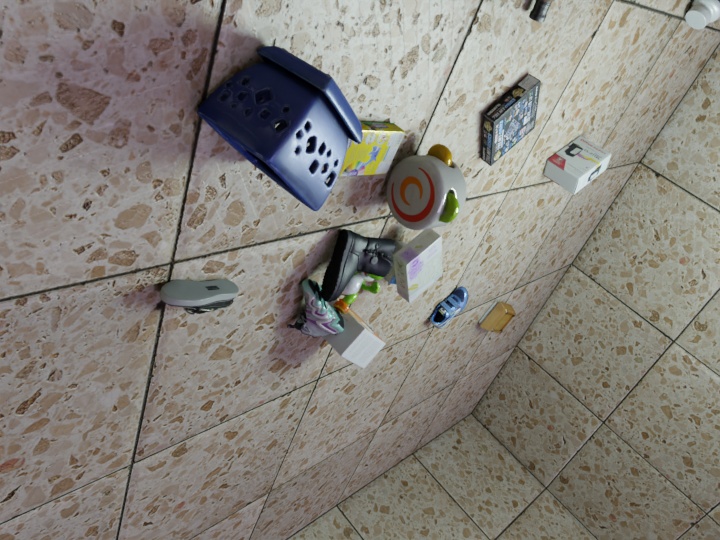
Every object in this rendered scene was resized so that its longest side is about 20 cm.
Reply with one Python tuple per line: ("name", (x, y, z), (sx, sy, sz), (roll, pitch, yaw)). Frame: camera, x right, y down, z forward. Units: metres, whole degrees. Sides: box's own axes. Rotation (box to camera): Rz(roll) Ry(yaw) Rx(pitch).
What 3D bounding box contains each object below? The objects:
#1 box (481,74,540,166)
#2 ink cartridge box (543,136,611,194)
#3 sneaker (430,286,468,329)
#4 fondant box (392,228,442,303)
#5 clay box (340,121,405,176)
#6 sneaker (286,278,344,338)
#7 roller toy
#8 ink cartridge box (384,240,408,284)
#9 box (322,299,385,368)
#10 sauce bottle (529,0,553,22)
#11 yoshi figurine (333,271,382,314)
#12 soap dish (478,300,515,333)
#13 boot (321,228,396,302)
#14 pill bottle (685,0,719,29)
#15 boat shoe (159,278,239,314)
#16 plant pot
("box", (0.435, -0.433, 1.727), (0.198, 0.050, 0.200), (-41, 152, -12))
("ink cartridge box", (0.802, -0.393, 2.198), (0.199, 0.146, 0.083), (-35, 148, -22))
("sneaker", (0.351, 0.148, 2.344), (0.201, 0.074, 0.082), (-54, 150, 10))
("fondant box", (0.171, -0.013, 1.745), (0.144, 0.058, 0.201), (-39, 148, -18))
("clay box", (0.004, -0.272, 1.323), (0.199, 0.048, 0.116), (-11, 136, -47))
("sneaker", (-0.144, 0.118, 1.599), (0.139, 0.078, 0.201), (-22, 126, 15))
("roller toy", (0.170, -0.202, 1.510), (0.182, 0.202, 0.139), (-23, 173, 42))
("ink cartridge box", (0.148, -0.020, 1.837), (0.199, 0.068, 0.116), (6, 121, -56))
("box", (-0.035, 0.185, 1.752), (0.106, 0.152, 0.200), (-47, 153, -1))
("sauce bottle", (0.457, -0.693, 1.400), (0.064, 0.065, 0.201), (-24, 143, -37))
("yoshi figurine", (0.000, 0.024, 1.646), (0.200, 0.112, 0.113), (-42, 146, -18))
("soap dish", (0.675, 0.232, 2.906), (0.158, 0.081, 0.199), (-54, 151, 12))
("boot", (0.000, 0.000, 1.555), (0.167, 0.076, 0.202), (14, 99, -32))
("pill bottle", (1.281, -0.977, 2.153), (0.200, 0.111, 0.111), (-45, 153, -4))
("boat shoe", (-0.339, 0.063, 1.247), (0.199, 0.071, 0.064), (-1, 127, -57))
("plant pot", (-0.121, -0.251, 1.019), (0.180, 0.200, 0.200), (-51, 152, -3))
